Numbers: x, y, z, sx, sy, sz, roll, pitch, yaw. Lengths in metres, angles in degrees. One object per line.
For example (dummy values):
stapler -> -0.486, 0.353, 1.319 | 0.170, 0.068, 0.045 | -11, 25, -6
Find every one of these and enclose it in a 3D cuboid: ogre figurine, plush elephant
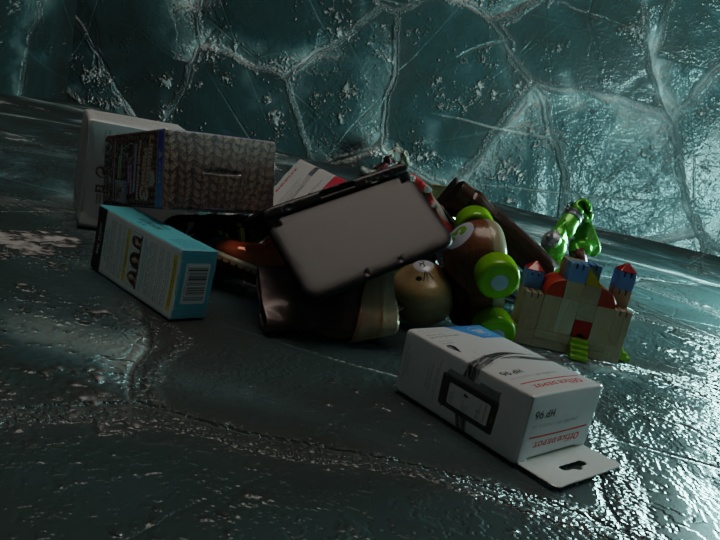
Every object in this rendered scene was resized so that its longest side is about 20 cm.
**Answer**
ogre figurine -> 0.328, -0.005, 1.144 | 0.120, 0.201, 0.098 | -19, 43, -39
plush elephant -> 0.120, -0.433, 2.861 | 0.199, 0.156, 0.165 | 6, 14, -23

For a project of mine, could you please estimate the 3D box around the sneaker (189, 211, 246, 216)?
sneaker -> -0.242, -0.059, 1.128 | 0.091, 0.078, 0.200 | -8, 12, 8

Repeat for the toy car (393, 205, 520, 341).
toy car -> 0.093, 0.013, 0.957 | 0.199, 0.159, 0.165 | -4, 31, -2

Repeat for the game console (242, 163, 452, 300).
game console -> -0.022, -0.047, 0.885 | 0.199, 0.117, 0.176 | -21, 6, -22

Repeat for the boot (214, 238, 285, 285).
boot -> -0.101, -0.026, 0.964 | 0.199, 0.108, 0.075 | 12, -12, -8

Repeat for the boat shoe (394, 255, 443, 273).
boat shoe -> 0.096, -0.008, 1.098 | 0.073, 0.063, 0.201 | 2, -19, 41

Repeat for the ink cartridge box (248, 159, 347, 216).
ink cartridge box -> -0.082, -0.080, 1.121 | 0.084, 0.145, 0.200 | 44, -5, -31

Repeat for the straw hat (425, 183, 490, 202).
straw hat -> 0.126, -0.092, 1.274 | 0.200, 0.086, 0.201 | 10, -7, 1

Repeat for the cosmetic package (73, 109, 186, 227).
cosmetic package -> -0.379, -0.164, 1.189 | 0.165, 0.168, 0.200 | 6, 13, -25

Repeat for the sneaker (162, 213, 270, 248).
sneaker -> -0.196, -0.053, 0.999 | 0.082, 0.071, 0.199 | -17, -4, 35

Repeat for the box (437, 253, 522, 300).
box -> 0.181, -0.005, 1.218 | 0.199, 0.049, 0.161 | 20, -4, 28

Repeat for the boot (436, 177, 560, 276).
boot -> 0.209, -0.058, 1.109 | 0.200, 0.064, 0.186 | 37, 6, -7

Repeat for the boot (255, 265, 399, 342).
boot -> -0.044, -0.002, 0.878 | 0.165, 0.073, 0.201 | 5, 47, -16

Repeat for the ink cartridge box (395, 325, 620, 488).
ink cartridge box -> 0.144, 0.119, 0.684 | 0.116, 0.068, 0.200 | 0, 18, -42

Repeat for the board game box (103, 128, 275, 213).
board game box -> -0.236, -0.131, 0.973 | 0.159, 0.097, 0.199 | -1, 6, -40

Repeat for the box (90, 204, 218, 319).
box -> -0.251, -0.014, 0.854 | 0.049, 0.083, 0.200 | 1, 17, -46

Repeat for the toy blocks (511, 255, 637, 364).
toy blocks -> 0.299, 0.044, 1.002 | 0.199, 0.138, 0.100 | 12, 13, 0

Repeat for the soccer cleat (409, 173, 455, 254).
soccer cleat -> 0.093, -0.077, 1.047 | 0.200, 0.069, 0.085 | 36, -6, -30
